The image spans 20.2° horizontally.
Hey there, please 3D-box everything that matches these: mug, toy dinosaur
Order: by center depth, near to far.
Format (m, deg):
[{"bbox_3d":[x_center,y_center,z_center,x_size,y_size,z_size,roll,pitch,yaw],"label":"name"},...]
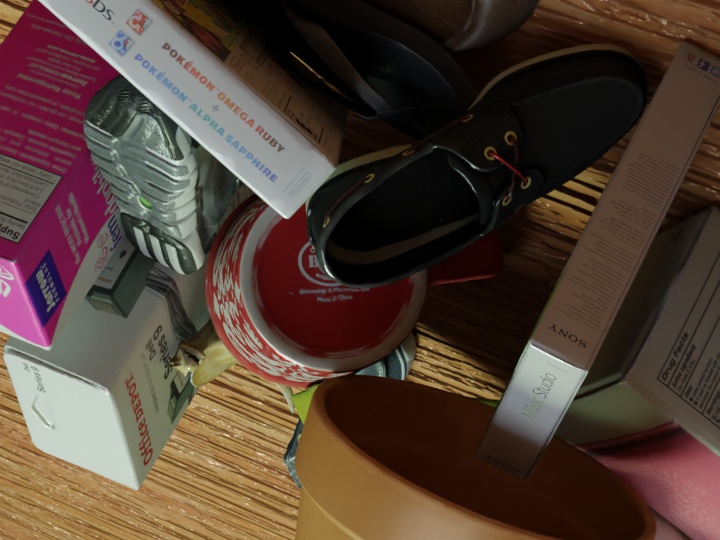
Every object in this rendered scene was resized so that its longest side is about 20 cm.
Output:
[{"bbox_3d":[-0.009,-0.008,1.219,0.134,0.177,0.200,54,175,-2],"label":"mug"},{"bbox_3d":[-0.079,0.042,1.397,0.058,0.101,0.200,38,-175,21],"label":"toy dinosaur"}]

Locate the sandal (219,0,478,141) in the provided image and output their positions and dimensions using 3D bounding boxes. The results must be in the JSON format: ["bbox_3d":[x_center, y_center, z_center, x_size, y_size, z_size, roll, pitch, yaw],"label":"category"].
[{"bbox_3d":[-0.025,-0.124,1.105,0.199,0.043,0.076,33,153,-4],"label":"sandal"}]

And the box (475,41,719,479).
[{"bbox_3d":[0.126,-0.003,1.054,0.036,0.201,0.145,28,153,6],"label":"box"}]

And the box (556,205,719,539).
[{"bbox_3d":[0.223,0.082,1.175,0.200,0.128,0.109,38,153,-12],"label":"box"}]

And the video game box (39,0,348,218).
[{"bbox_3d":[-0.088,-0.120,1.106,0.182,0.047,0.200,44,-169,-8],"label":"video game box"}]

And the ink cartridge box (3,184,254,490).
[{"bbox_3d":[-0.147,0.026,1.371,0.084,0.201,0.146,21,151,16],"label":"ink cartridge box"}]

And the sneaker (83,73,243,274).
[{"bbox_3d":[-0.104,-0.091,1.228,0.075,0.116,0.200,29,157,13],"label":"sneaker"}]

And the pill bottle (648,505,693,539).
[{"bbox_3d":[0.167,0.196,1.250,0.110,0.112,0.200,7,160,38],"label":"pill bottle"}]

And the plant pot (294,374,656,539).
[{"bbox_3d":[0.045,0.163,1.105,0.199,0.141,0.200,19,-166,-5],"label":"plant pot"}]

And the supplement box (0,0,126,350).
[{"bbox_3d":[-0.196,-0.068,1.267,0.103,0.201,0.101,21,151,19],"label":"supplement box"}]

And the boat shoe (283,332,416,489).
[{"bbox_3d":[-0.010,0.096,1.471,0.070,0.091,0.201,24,151,13],"label":"boat shoe"}]

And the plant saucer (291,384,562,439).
[{"bbox_3d":[0.058,0.110,1.326,0.198,0.048,0.200,5,174,-6],"label":"plant saucer"}]

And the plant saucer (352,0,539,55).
[{"bbox_3d":[0.001,-0.179,1.072,0.199,0.035,0.201,23,151,13],"label":"plant saucer"}]

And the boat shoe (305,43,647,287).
[{"bbox_3d":[0.065,-0.052,1.073,0.200,0.063,0.074,-26,118,6],"label":"boat shoe"}]
